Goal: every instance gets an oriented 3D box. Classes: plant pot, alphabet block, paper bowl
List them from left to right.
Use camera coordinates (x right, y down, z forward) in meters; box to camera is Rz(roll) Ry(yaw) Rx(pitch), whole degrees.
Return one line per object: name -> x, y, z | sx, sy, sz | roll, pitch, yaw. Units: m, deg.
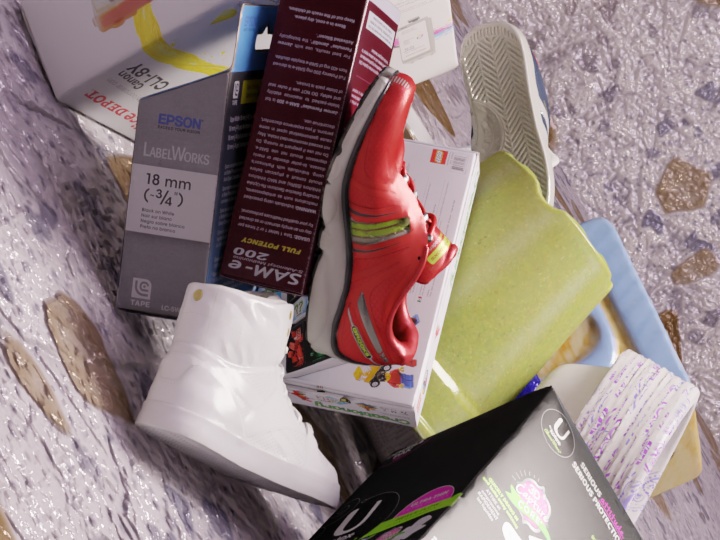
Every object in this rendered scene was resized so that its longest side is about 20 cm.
plant pot -> 0.076, 0.019, 1.556 | 0.201, 0.184, 0.200 | 49, -2, 3
alphabet block -> 0.181, 0.104, 1.915 | 0.200, 0.194, 0.197 | 64, 4, -62
paper bowl -> 0.156, 0.149, 1.552 | 0.104, 0.201, 0.201 | 29, 7, 14

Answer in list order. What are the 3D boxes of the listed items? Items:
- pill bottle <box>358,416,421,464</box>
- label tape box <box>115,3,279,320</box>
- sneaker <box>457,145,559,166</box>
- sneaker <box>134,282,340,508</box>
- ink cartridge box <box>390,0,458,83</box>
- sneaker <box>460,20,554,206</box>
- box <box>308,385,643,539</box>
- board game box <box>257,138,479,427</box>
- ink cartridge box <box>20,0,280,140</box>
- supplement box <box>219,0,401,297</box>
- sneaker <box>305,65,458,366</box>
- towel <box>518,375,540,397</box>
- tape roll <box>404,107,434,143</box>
pill bottle -> 0.068, 0.137, 1.688 | 0.201, 0.109, 0.110 | 64, 14, 14
label tape box -> -0.099, -0.076, 1.389 | 0.144, 0.063, 0.201 | -27, 125, -77
sneaker -> 0.112, -0.084, 1.771 | 0.071, 0.080, 0.200 | 61, 18, -2
sneaker -> -0.057, 0.075, 1.335 | 0.200, 0.073, 0.116 | 40, 63, -56
ink cartridge box -> 0.022, -0.218, 1.633 | 0.200, 0.067, 0.117 | 78, -9, -65
sneaker -> 0.122, -0.091, 1.680 | 0.084, 0.075, 0.201 | 25, 63, -71
box -> 0.057, 0.187, 1.326 | 0.125, 0.148, 0.200 | 59, 38, -7
board game box -> 0.000, 0.000, 1.462 | 0.035, 0.125, 0.201 | 81, 22, -63
ink cartridge box -> -0.112, -0.179, 1.487 | 0.145, 0.199, 0.084 | 28, 37, -66
supplement box -> -0.031, -0.084, 1.383 | 0.109, 0.061, 0.201 | 16, 86, -78
sneaker -> 0.022, -0.032, 1.331 | 0.077, 0.084, 0.201 | -58, 158, -60
towel -> 0.085, 0.104, 1.782 | 0.049, 0.148, 0.201 | -1, 57, -41
tape roll -> -0.010, -0.056, 1.739 | 0.203, 0.139, 0.203 | 56, 14, -22
